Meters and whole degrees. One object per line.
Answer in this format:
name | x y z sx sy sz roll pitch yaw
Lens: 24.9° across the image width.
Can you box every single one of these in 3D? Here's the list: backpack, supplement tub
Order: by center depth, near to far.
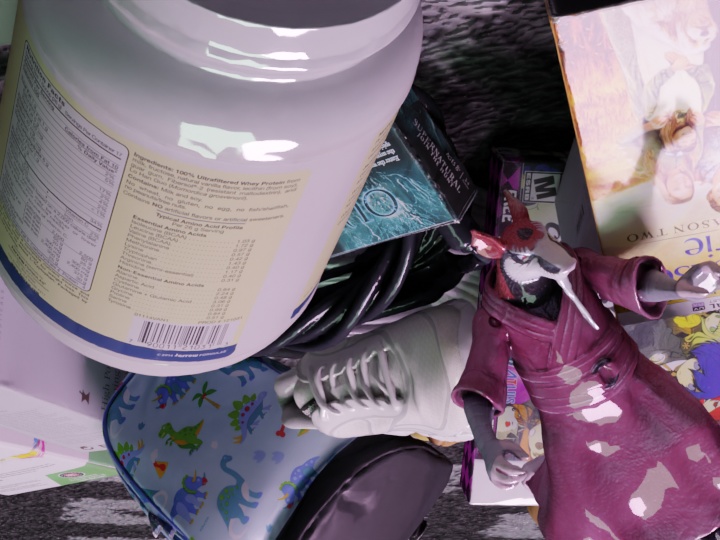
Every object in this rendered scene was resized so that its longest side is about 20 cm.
supplement tub | -0.060 -0.068 0.610 0.144 0.145 0.200 6 144 -16
backpack | -0.071 0.124 1.040 0.154 0.163 0.200 40 176 -40

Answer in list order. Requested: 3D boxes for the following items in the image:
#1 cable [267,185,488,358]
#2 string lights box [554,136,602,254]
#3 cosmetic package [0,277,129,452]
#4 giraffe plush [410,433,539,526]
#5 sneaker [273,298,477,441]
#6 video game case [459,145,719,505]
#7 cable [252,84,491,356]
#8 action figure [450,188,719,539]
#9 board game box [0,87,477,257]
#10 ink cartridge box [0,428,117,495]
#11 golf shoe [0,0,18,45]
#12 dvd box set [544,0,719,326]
cable | 0.000 0.000 0.971 0.199 0.069 0.200 12 156 -32
string lights box | 0.207 -0.043 0.813 0.199 0.059 0.103 2 139 -8
cosmetic package | -0.212 0.050 1.066 0.074 0.102 0.200 -10 160 24
giraffe plush | 0.141 0.099 1.042 0.200 0.163 0.173 -28 -175 21
sneaker | 0.012 0.062 0.881 0.081 0.075 0.200 -6 171 -21
video game case | 0.153 0.035 0.900 0.181 0.201 0.036 2 -164 -8
cable | -0.043 -0.030 0.823 0.199 0.051 0.163 -15 128 28
action figure | 0.110 0.042 0.772 0.134 0.200 0.149 -28 -160 4
board game box | -0.061 -0.058 0.755 0.200 0.028 0.135 -15 121 38
ink cartridge box | -0.301 0.113 1.269 0.144 0.084 0.200 -14 157 34
golf shoe | -0.200 -0.096 0.652 0.199 0.095 0.078 2 160 -10
dvd box set | 0.169 -0.059 0.723 0.146 0.029 0.200 -10 137 10
